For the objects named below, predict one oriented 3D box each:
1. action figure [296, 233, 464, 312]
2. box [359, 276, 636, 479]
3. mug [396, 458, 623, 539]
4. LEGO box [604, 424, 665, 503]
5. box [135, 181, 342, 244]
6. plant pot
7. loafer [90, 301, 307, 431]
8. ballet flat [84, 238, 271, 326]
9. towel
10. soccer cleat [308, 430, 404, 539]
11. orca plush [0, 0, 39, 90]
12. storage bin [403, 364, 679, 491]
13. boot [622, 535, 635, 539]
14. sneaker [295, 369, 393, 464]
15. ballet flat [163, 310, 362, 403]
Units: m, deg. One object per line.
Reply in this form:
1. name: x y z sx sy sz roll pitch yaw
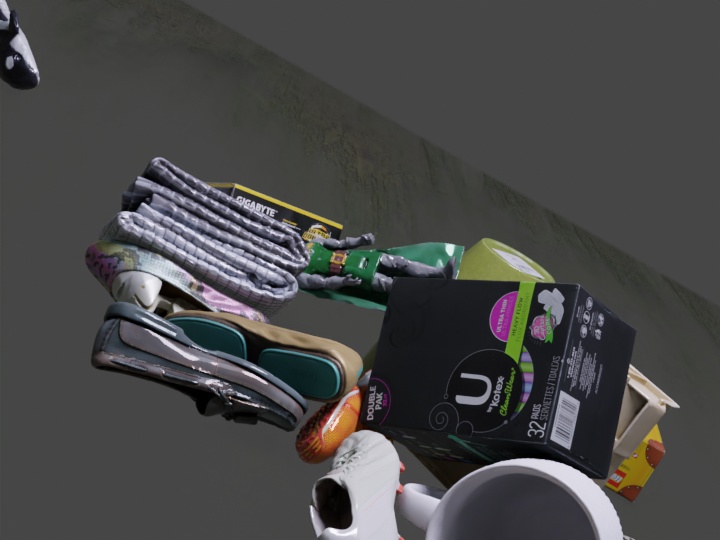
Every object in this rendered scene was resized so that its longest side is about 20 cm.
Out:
1. action figure: 0.000 0.000 1.583 0.199 0.055 0.118 8 51 14
2. box: 0.124 0.096 1.352 0.200 0.149 0.124 2 -20 38
3. mug: 0.125 0.223 1.260 0.199 0.148 0.175 17 2 20
4. LEGO box: 0.260 0.178 1.811 0.200 0.077 0.149 30 14 -1
5. box: -0.143 -0.056 1.684 0.159 0.049 0.200 22 -11 -38
6. plant pot: 0.124 0.073 1.637 0.187 0.200 0.187 29 14 -8
7. loafer: -0.144 0.100 1.311 0.200 0.063 0.072 29 -28 -12
8. ballet flat: -0.180 0.036 1.441 0.200 0.069 0.071 28 39 -10
9. towel: -0.159 -0.026 1.518 0.200 0.086 0.166 27 -16 -10
10. soccer cleat: -0.006 0.183 1.237 0.078 0.069 0.200 38 18 -19
11. orca plush: -0.481 -0.303 1.956 0.071 0.105 0.200 -16 63 -17
12. storage bin: 0.172 0.150 1.440 0.094 0.200 0.199 29 11 -49
13. boot: 0.250 0.303 1.372 0.203 0.074 0.154 26 11 -39
14. sneaker: -0.001 0.146 1.403 0.077 0.073 0.200 49 21 6
15. ballet flat: -0.090 0.078 1.374 0.199 0.069 0.063 16 20 21
